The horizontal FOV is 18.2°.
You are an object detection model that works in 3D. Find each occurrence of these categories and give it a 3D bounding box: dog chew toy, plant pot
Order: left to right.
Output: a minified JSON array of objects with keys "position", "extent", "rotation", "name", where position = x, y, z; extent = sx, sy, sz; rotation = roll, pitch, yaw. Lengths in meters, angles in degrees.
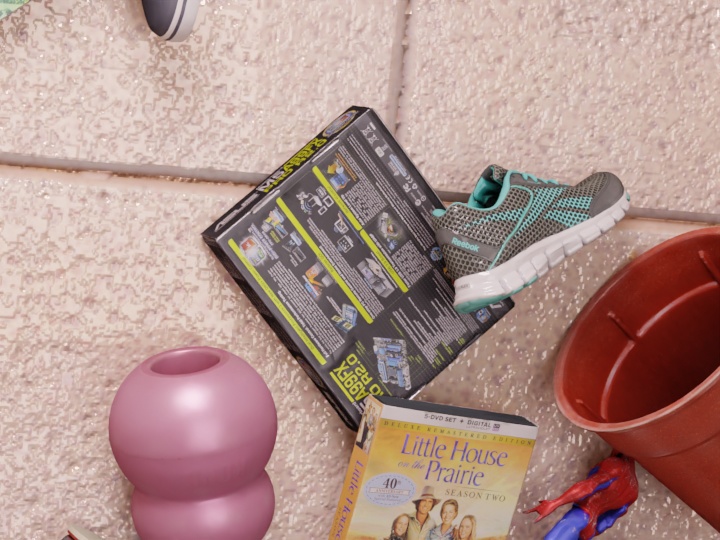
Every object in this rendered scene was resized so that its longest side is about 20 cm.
[{"position":[-0.117,0.161,1.652],"extent":[0.124,0.124,0.201],"rotation":[-11,108,-18],"name":"dog chew toy"},{"position":[0.288,0.105,1.762],"extent":[0.201,0.201,0.195],"rotation":[-48,117,-9],"name":"plant pot"}]

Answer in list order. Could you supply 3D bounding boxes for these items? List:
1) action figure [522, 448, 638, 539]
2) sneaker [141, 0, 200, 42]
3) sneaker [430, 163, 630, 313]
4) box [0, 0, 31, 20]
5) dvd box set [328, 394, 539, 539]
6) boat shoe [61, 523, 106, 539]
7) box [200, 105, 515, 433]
[{"position":[0.168,0.208,1.790],"extent":[0.200,0.052,0.066],"rotation":[-50,136,-19],"name":"action figure"},{"position":[-0.157,-0.264,1.609],"extent":[0.079,0.078,0.201],"rotation":[1,85,-25],"name":"sneaker"},{"position":[0.130,-0.046,1.718],"extent":[0.200,0.077,0.092],"rotation":[-32,96,-42],"name":"sneaker"},{"position":[-0.305,-0.261,1.576],"extent":[0.144,0.036,0.201],"rotation":[-35,108,-14],"name":"box"},{"position":[0.047,0.201,1.735],"extent":[0.146,0.029,0.201],"rotation":[11,102,-29],"name":"dvd box set"},{"position":[-0.160,0.268,1.674],"extent":[0.063,0.071,0.200],"rotation":[-44,113,-2],"name":"boat shoe"},{"position":[0.000,0.000,1.713],"extent":[0.160,0.044,0.200],"rotation":[-41,108,-11],"name":"box"}]
